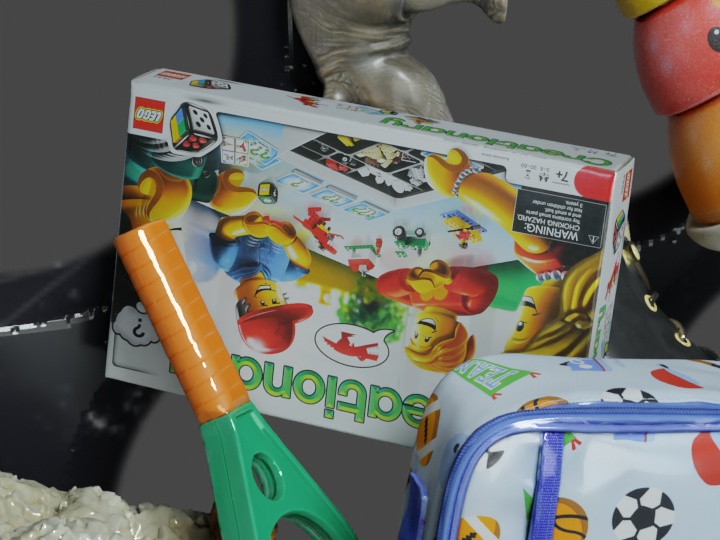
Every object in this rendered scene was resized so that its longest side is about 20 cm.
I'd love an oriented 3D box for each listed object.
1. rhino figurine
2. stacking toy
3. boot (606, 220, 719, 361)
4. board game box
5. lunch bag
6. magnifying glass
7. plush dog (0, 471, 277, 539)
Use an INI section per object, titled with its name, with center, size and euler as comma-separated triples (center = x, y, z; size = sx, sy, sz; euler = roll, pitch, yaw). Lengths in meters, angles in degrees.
[rhino figurine]
center = 0.016, -0.124, 0.938
size = 0.087, 0.060, 0.200
euler = 6, 106, -1
[stacking toy]
center = 0.147, -0.121, 0.969
size = 0.146, 0.146, 0.200
euler = -39, 97, -5
[boot]
center = 0.132, 0.036, 0.990
size = 0.200, 0.073, 0.151
euler = -21, 75, -19
[board game box]
center = 0.000, 0.000, 0.924
size = 0.200, 0.035, 0.127
euler = 11, 107, 16
[lunch bag]
center = 0.082, 0.131, 0.882
size = 0.160, 0.076, 0.200
euler = 1, 112, -17
[magnifying glass]
center = -0.044, 0.075, 0.909
size = 0.022, 0.080, 0.200
euler = -24, 90, 28
[plush dog]
center = -0.122, 0.141, 0.948
size = 0.172, 0.161, 0.200
euler = 15, 126, -38
